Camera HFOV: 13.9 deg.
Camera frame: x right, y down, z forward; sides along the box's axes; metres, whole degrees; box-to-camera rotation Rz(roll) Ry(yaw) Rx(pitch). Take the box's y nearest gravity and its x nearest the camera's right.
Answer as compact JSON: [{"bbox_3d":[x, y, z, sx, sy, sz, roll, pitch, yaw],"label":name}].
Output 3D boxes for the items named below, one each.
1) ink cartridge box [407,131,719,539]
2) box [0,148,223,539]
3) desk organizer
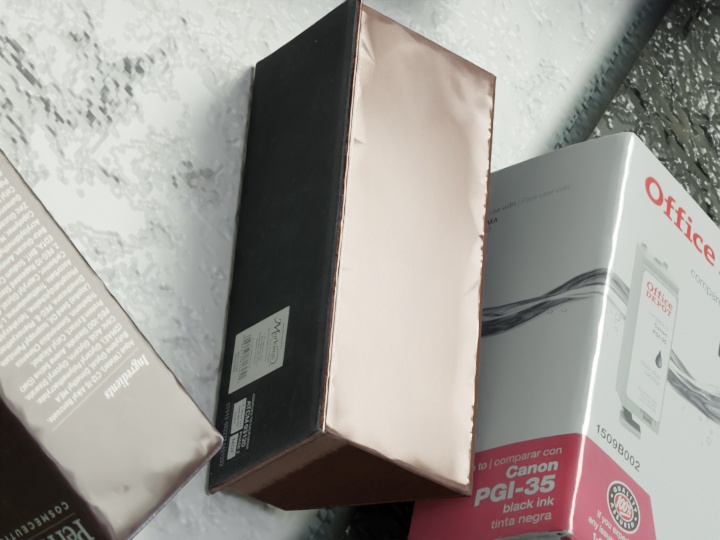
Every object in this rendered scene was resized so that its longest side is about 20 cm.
[{"bbox_3d":[0.102,0.066,1.204,0.146,0.082,0.201,44,44,-36],"label":"ink cartridge box"},{"bbox_3d":[-0.151,0.015,1.006,0.200,0.100,0.075,51,44,-8],"label":"box"},{"bbox_3d":[0.000,0.000,1.170,0.077,0.072,0.201,25,54,-30],"label":"desk organizer"}]
